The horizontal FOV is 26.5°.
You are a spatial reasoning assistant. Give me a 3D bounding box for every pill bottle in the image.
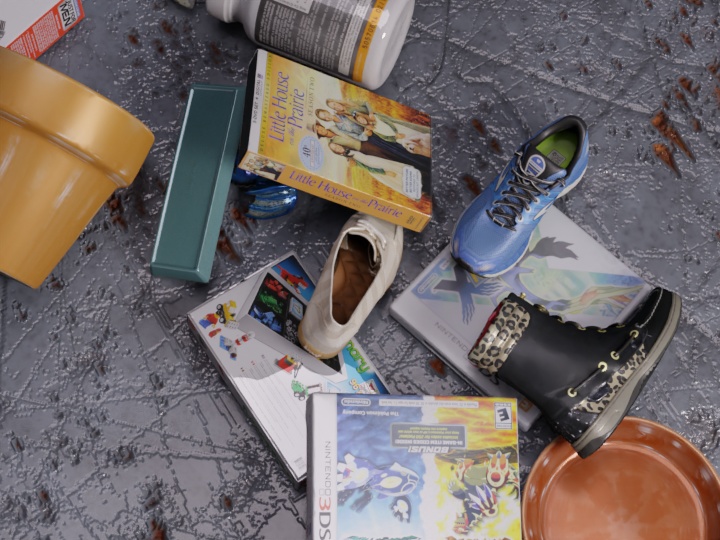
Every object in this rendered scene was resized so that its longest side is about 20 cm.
[{"bbox_3d":[-0.052,-0.274,1.589,0.198,0.117,0.117,23,67,7],"label":"pill bottle"}]

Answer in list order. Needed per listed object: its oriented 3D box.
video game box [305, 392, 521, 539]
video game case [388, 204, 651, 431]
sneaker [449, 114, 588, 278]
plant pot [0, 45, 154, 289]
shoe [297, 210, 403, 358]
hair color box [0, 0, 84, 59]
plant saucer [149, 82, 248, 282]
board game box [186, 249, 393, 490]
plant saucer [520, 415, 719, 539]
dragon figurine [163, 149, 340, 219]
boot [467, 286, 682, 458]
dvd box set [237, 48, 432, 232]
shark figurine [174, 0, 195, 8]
[{"bbox_3d":[0.048,0.206,1.402,0.197,0.047,0.184,2,76,-9],"label":"video game box"},{"bbox_3d":[0.158,0.029,1.519,0.182,0.022,0.200,40,70,14],"label":"video game case"},{"bbox_3d":[0.157,-0.080,1.505,0.078,0.089,0.200,34,70,13],"label":"sneaker"},{"bbox_3d":[-0.325,-0.091,1.468,0.198,0.200,0.185,24,83,8],"label":"plant pot"},{"bbox_3d":[0.000,0.000,1.484,0.069,0.054,0.201,28,50,-3],"label":"shoe"},{"bbox_3d":[-0.398,-0.250,1.592,0.111,0.064,0.200,39,69,14],"label":"hair color box"},{"bbox_3d":[-0.162,-0.091,1.518,0.069,0.019,0.202,7,79,26],"label":"plant saucer"},{"bbox_3d":[-0.063,0.093,1.473,0.126,0.035,0.201,-30,71,-16],"label":"board game box"},{"bbox_3d":[0.246,0.236,1.428,0.198,0.032,0.202,1,66,-1],"label":"plant saucer"},{"bbox_3d":[-0.095,-0.091,1.538,0.198,0.059,0.100,-18,68,-12],"label":"dragon figurine"},{"bbox_3d":[0.206,0.058,1.448,0.153,0.074,0.204,36,58,3],"label":"boot"},{"bbox_3d":[-0.022,-0.130,1.516,0.198,0.029,0.147,20,46,-18],"label":"dvd box set"},{"bbox_3d":[-0.191,-0.402,1.648,0.127,0.217,0.089,25,23,38],"label":"shark figurine"}]
